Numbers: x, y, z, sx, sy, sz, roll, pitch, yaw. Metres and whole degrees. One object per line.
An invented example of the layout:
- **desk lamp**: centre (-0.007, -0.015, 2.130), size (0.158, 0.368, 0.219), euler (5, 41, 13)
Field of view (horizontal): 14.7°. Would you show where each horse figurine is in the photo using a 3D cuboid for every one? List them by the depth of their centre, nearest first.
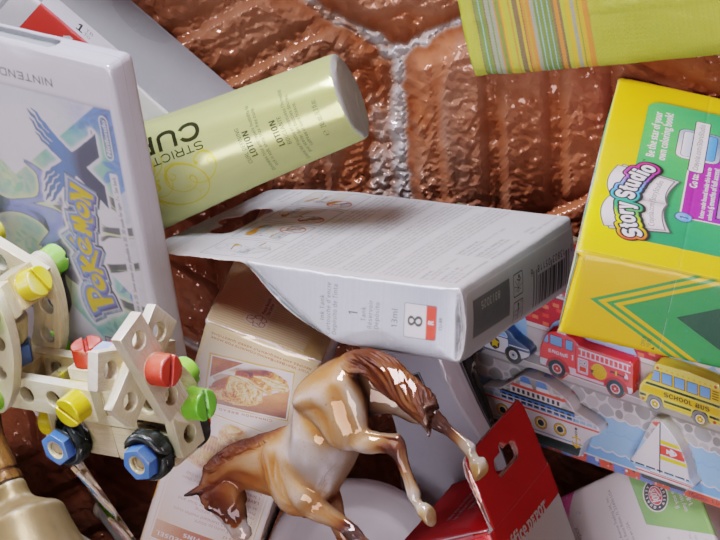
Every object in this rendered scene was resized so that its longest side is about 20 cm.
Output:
- **horse figurine**: centre (-0.008, 0.104, 1.530), size (0.133, 0.050, 0.200), euler (46, 136, 16)

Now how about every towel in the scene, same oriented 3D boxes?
- **towel**: centre (0.153, -0.155, 1.564), size (0.199, 0.018, 0.086), euler (-4, 124, 14)

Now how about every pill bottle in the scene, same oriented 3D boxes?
- **pill bottle**: centre (-0.015, 0.213, 1.720), size (0.113, 0.113, 0.200), euler (21, 153, 0)

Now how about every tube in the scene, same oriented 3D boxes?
- **tube**: centre (-0.093, -0.062, 1.566), size (0.199, 0.058, 0.052), euler (-20, 152, 16)

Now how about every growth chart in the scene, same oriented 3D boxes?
- **growth chart**: centre (-0.184, 0.110, 1.732), size (0.018, 0.145, 0.200), euler (-34, 113, -7)

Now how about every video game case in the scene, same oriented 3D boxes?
- **video game case**: centre (-0.183, -0.044, 1.563), size (0.182, 0.022, 0.201), euler (16, 127, 36)

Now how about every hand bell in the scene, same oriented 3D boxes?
- **hand bell**: centre (-0.220, 0.122, 1.718), size (0.104, 0.104, 0.201), euler (-31, 72, 26)

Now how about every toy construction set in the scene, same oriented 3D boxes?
- **toy construction set**: centre (-0.148, 0.047, 1.515), size (0.200, 0.092, 0.132), euler (18, 128, 48)

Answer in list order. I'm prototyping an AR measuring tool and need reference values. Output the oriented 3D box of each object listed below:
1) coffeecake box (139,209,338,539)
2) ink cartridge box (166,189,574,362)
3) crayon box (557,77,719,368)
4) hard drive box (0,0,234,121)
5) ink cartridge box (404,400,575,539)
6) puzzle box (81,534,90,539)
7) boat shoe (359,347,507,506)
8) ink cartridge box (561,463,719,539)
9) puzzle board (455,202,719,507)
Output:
- **coffeecake box**: centre (-0.066, 0.082, 1.668), size (0.073, 0.154, 0.201), euler (20, 122, 2)
- **ink cartridge box**: centre (0.000, 0.000, 1.574), size (0.199, 0.162, 0.050), euler (4, 106, 26)
- **crayon box**: centre (0.208, -0.020, 1.520), size (0.172, 0.200, 0.059), euler (12, 122, 6)
- **hard drive box**: centre (-0.193, -0.074, 1.652), size (0.156, 0.077, 0.200), euler (40, 120, -12)
- **ink cartridge box**: centre (0.083, 0.189, 1.609), size (0.067, 0.116, 0.201), euler (-16, 99, 24)
- **puzzle box**: centre (-0.184, 0.213, 1.814), size (0.200, 0.025, 0.133), euler (34, 149, -8)
- **boat shoe**: centre (0.051, 0.083, 1.679), size (0.068, 0.057, 0.201), euler (-9, 113, 26)
- **ink cartridge box**: centre (0.145, 0.198, 1.710), size (0.200, 0.067, 0.118), euler (-28, 72, 25)
- **puzzle board**: centre (0.136, 0.052, 1.639), size (0.199, 0.017, 0.151), euler (18, 126, 32)
